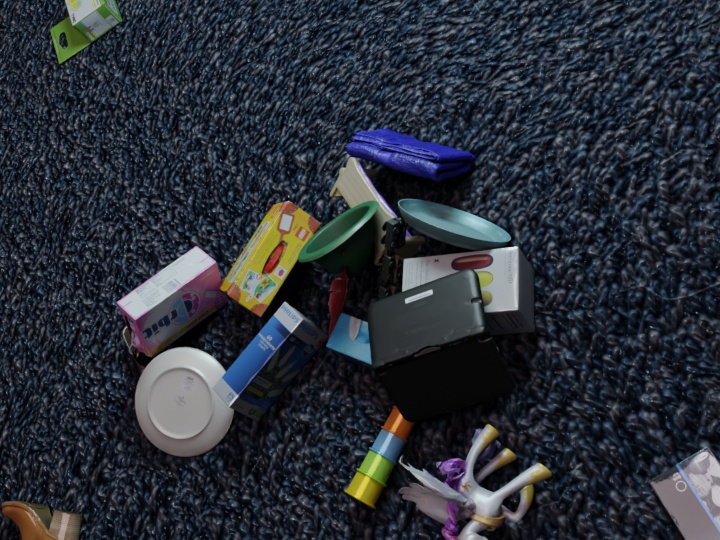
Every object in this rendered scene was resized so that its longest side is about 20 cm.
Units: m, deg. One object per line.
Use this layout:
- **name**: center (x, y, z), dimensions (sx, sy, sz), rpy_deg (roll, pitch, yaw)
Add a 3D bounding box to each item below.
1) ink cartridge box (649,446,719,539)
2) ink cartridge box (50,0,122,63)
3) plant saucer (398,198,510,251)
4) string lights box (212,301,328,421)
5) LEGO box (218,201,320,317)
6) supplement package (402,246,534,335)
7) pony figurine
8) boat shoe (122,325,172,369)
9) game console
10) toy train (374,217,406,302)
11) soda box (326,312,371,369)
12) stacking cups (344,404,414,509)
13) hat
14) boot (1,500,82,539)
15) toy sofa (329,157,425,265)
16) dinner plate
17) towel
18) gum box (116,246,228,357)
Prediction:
- **ink cartridge box**: center (0.493, 0.354, 1.234), dimensions (0.099, 0.039, 0.201), rpy_deg (-34, 58, 8)
- **ink cartridge box**: center (-0.712, -0.637, 2.261), dimensions (0.199, 0.076, 0.149), rpy_deg (-32, 58, 9)
- **plant saucer**: center (0.154, -0.074, 1.517), dimensions (0.199, 0.199, 0.028), rpy_deg (28, 109, 33)
- **string lights box**: center (-0.160, 0.164, 1.608), dimensions (0.200, 0.103, 0.059), rpy_deg (-50, 56, -1)
- **LEGO box**: center (-0.171, -0.023, 1.667), dimensions (0.201, 0.077, 0.149), rpy_deg (-58, 14, -7)
- **supplement package**: center (0.179, 0.040, 1.489), dimensions (0.198, 0.109, 0.115), rpy_deg (-7, 65, 24)
- **pony figurine**: center (0.160, 0.336, 1.358), dimensions (0.193, 0.167, 0.200), rpy_deg (36, 71, 26)
- **boat shoe**: center (-0.409, 0.155, 1.755), dimensions (0.199, 0.072, 0.072), rpy_deg (34, 85, 34)
- **game console**: center (0.125, 0.120, 1.431), dimensions (0.199, 0.116, 0.177), rpy_deg (-21, 55, 23)
- **toy train**: center (0.053, -0.006, 1.551), dimensions (0.034, 0.201, 0.046), rpy_deg (33, 44, 32)
- **soda box**: center (0.044, 0.140, 1.540), dimensions (0.199, 0.064, 0.068), rpy_deg (19, 77, 31)
- **stacking cups**: center (0.043, 0.287, 1.483), dimensions (0.060, 0.061, 0.201), rpy_deg (19, 74, 32)
- **hat**: center (0.000, 0.000, 1.574), dimensions (0.199, 0.177, 0.166), rpy_deg (-17, 24, 51)
- **boot**: center (-0.620, 0.525, 1.706), dimensions (0.198, 0.077, 0.157), rpy_deg (6, 75, 21)
- **toy sofa**: center (0.034, -0.110, 1.625), dimensions (0.201, 0.082, 0.098), rpy_deg (57, 132, 34)
- **dinner plate**: center (-0.328, 0.243, 1.660), dimensions (0.198, 0.024, 0.202), rpy_deg (-1, 87, 11)
- **towel**: center (0.093, -0.217, 1.633), dimensions (0.199, 0.147, 0.050), rpy_deg (21, 116, 31)
- **gum box**: center (-0.356, 0.062, 1.701), dimensions (0.200, 0.114, 0.066), rpy_deg (-38, 53, -25)
